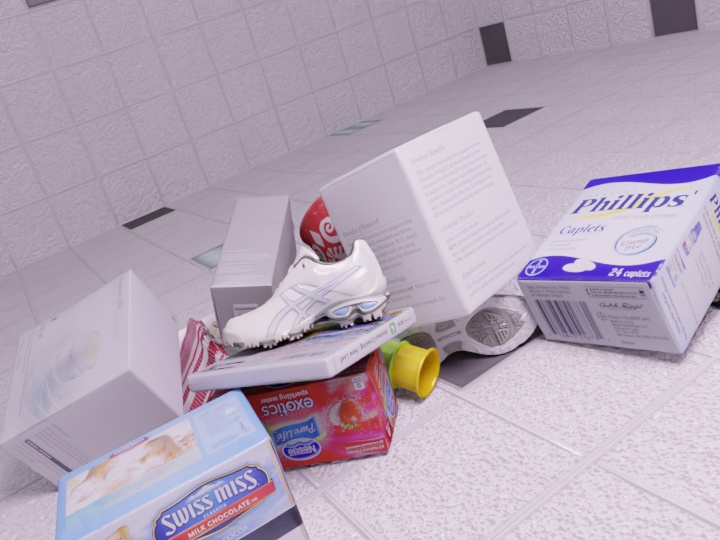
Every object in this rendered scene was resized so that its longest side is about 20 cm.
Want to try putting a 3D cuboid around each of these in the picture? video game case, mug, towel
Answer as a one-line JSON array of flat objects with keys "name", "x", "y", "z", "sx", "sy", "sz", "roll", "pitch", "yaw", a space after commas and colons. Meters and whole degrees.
[{"name": "video game case", "x": -0.061, "y": 0.087, "z": 0.761, "sx": 0.196, "sy": 0.023, "sz": 0.181, "roll": -13, "pitch": 6, "yaw": 34}, {"name": "mug", "x": 0.009, "y": -0.005, "z": 1.041, "sx": 0.132, "sy": 0.179, "sz": 0.201, "roll": -17, "pitch": 57, "yaw": -43}, {"name": "towel", "x": -0.231, "y": 0.157, "z": 0.940, "sx": 0.022, "sy": 0.147, "sz": 0.199, "roll": 20, "pitch": 2, "yaw": -27}]

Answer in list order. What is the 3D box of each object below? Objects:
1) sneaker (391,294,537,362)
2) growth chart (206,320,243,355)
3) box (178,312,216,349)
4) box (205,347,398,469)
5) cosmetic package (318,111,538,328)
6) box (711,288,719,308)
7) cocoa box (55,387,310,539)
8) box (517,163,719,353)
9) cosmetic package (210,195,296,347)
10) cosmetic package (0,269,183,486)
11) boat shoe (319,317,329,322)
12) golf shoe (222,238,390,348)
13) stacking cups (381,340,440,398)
[{"name": "sneaker", "x": 0.133, "y": 0.065, "z": 0.903, "sx": 0.195, "sy": 0.080, "sz": 0.100, "roll": -14, "pitch": 16, "yaw": 13}, {"name": "growth chart", "x": -0.157, "y": 0.053, "z": 1.020, "sx": 0.143, "sy": 0.018, "sz": 0.202, "roll": 9, "pitch": 57, "yaw": 47}, {"name": "box", "x": -0.266, "y": 0.110, "z": 1.137, "sx": 0.197, "sy": 0.037, "sz": 0.144, "roll": -28, "pitch": -5, "yaw": -26}, {"name": "box", "x": -0.063, "y": 0.156, "z": 0.797, "sx": 0.195, "sy": 0.102, "sz": 0.096, "roll": -13, "pitch": 18, "yaw": 15}, {"name": "cosmetic package", "x": 0.086, "y": -0.057, "z": 0.864, "sx": 0.166, "sy": 0.204, "sz": 0.165, "roll": -28, "pitch": 6, "yaw": -38}, {"name": "box", "x": 0.483, "y": -0.001, "z": 0.784, "sx": 0.158, "sy": 0.050, "sz": 0.200, "roll": -26, "pitch": 20, "yaw": -12}, {"name": "cocoa box", "x": -0.166, "y": 0.229, "z": 0.652, "sx": 0.197, "sy": 0.134, "sz": 0.133, "roll": -25, "pitch": 20, "yaw": -17}, {"name": "box", "x": 0.317, "y": -0.017, "z": 0.811, "sx": 0.200, "sy": 0.106, "sz": 0.182, "roll": -47, "pitch": 25, "yaw": -27}, {"name": "cosmetic package", "x": -0.139, "y": -0.004, "z": 0.939, "sx": 0.088, "sy": 0.109, "sz": 0.202, "roll": -3, "pitch": 37, "yaw": 1}, {"name": "cosmetic package", "x": -0.357, "y": 0.142, "z": 0.939, "sx": 0.197, "sy": 0.124, "sz": 0.201, "roll": -29, "pitch": 40, "yaw": 4}, {"name": "boat shoe", "x": -0.068, "y": 0.059, "z": 1.121, "sx": 0.070, "sy": 0.066, "sz": 0.201, "roll": -15, "pitch": 20, "yaw": 6}, {"name": "golf shoe", "x": -0.068, "y": 0.025, "z": 0.776, "sx": 0.195, "sy": 0.100, "sz": 0.078, "roll": -17, "pitch": 6, "yaw": 2}, {"name": "stacking cups", "x": 0.004, "y": 0.103, "z": 0.874, "sx": 0.196, "sy": 0.062, "sz": 0.060, "roll": 13, "pitch": 34, "yaw": 34}]
